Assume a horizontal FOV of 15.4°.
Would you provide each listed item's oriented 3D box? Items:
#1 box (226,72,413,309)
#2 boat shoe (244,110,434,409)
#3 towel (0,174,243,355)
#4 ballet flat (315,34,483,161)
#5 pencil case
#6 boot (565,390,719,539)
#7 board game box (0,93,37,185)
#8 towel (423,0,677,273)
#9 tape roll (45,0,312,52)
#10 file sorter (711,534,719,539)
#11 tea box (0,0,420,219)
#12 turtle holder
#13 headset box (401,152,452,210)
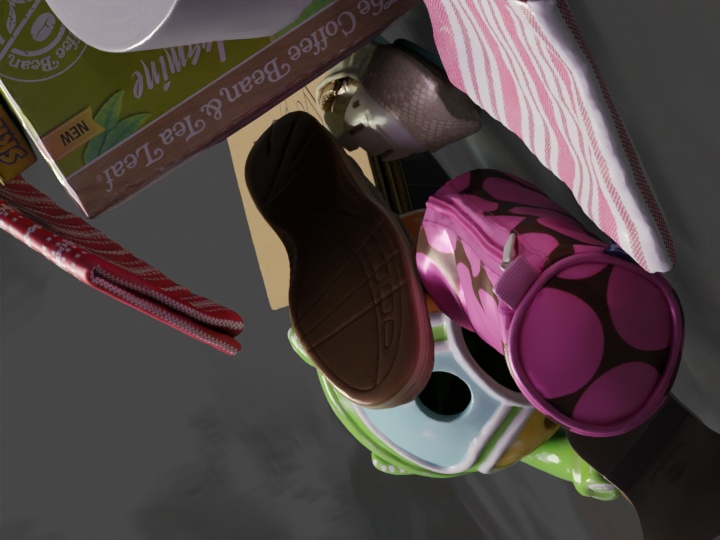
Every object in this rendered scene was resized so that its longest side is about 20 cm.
[{"bbox_3d":[-0.030,-0.069,1.585,0.200,0.021,0.164,-19,85,66],"label":"box"},{"bbox_3d":[0.000,0.000,1.347,0.065,0.072,0.200,37,-162,-42],"label":"boat shoe"},{"bbox_3d":[-0.161,-0.026,1.345,0.200,0.023,0.144,32,-179,34],"label":"towel"},{"bbox_3d":[0.017,-0.084,1.385,0.067,0.062,0.200,40,180,-11],"label":"ballet flat"},{"bbox_3d":[0.079,0.006,1.210,0.093,0.091,0.200,26,-176,-16],"label":"pencil case"},{"bbox_3d":[0.169,0.118,1.239,0.075,0.074,0.200,37,-168,-34],"label":"boot"},{"bbox_3d":[-0.203,-0.099,1.353,0.096,0.030,0.200,56,180,-14],"label":"board game box"},{"bbox_3d":[0.058,-0.091,1.104,0.147,0.030,0.200,60,175,-35],"label":"towel"},{"bbox_3d":[-0.076,-0.187,1.023,0.200,0.066,0.201,21,115,57],"label":"tape roll"},{"bbox_3d":[0.193,0.175,0.884,0.139,0.124,0.200,59,175,-36],"label":"file sorter"},{"bbox_3d":[-0.104,-0.158,1.311,0.197,0.200,0.134,56,177,-4],"label":"tea box"},{"bbox_3d":[0.061,0.055,1.427,0.132,0.141,0.186,-12,100,64],"label":"turtle holder"},{"bbox_3d":[0.025,-0.018,1.704,0.149,0.075,0.200,54,174,41],"label":"headset box"}]
